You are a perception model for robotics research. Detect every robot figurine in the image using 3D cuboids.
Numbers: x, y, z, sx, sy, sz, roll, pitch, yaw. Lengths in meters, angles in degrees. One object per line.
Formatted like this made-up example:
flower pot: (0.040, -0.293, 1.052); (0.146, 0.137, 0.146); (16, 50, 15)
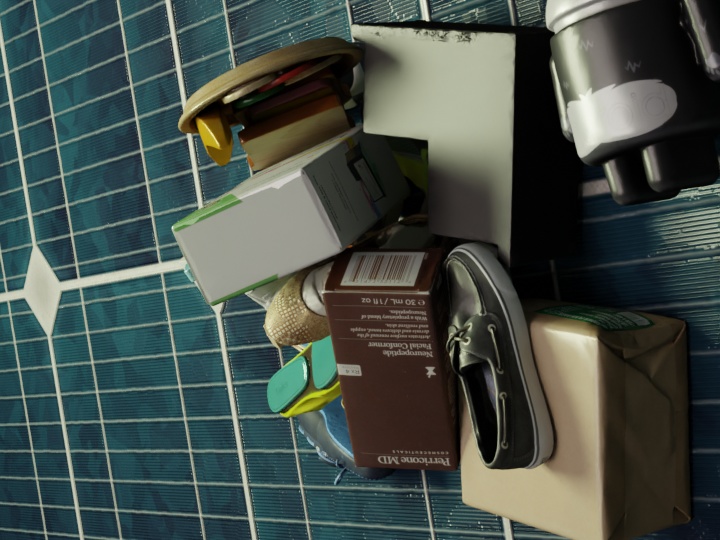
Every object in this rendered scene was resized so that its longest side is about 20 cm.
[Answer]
robot figurine: (0.218, -0.155, 1.430); (0.150, 0.125, 0.200); (-15, 84, 13)

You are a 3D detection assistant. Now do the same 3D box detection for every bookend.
bookend: (0.091, -0.118, 1.620); (0.199, 0.092, 0.200); (10, 104, 45)

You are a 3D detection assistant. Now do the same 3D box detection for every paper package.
paper package: (0.178, 0.124, 1.573); (0.200, 0.103, 0.191); (10, 107, 56)

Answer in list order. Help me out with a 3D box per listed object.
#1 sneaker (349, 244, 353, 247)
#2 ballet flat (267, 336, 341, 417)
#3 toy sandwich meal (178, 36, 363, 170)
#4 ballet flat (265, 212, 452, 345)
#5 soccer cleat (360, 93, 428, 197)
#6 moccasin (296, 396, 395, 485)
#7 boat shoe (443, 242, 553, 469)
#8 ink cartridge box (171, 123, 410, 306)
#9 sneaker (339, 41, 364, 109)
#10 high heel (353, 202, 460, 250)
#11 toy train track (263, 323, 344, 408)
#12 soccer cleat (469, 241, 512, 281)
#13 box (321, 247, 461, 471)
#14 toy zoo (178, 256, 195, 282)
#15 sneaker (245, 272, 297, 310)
sneaker: (-0.023, -0.010, 1.852); (0.200, 0.090, 0.070); (43, 131, 43)
ballet flat: (-0.027, 0.095, 1.760); (0.200, 0.067, 0.067); (139, 130, -59)
toy sandwich meal: (-0.075, -0.148, 1.692); (0.205, 0.205, 0.070); (-30, 81, 55)
ballet flat: (0.000, 0.000, 1.671); (0.071, 0.200, 0.065); (53, 160, 12)
soccer cleat: (0.069, -0.101, 1.736); (0.200, 0.065, 0.084); (51, 166, 31)
moccasin: (-0.011, 0.174, 1.909); (0.200, 0.080, 0.068); (-134, 40, -60)
boat shoe: (0.105, 0.071, 1.529); (0.069, 0.057, 0.200); (-39, 64, 52)
ink cartridge box: (-0.058, -0.055, 1.662); (0.145, 0.200, 0.084); (-23, 98, 25)
sneaker: (-0.080, -0.168, 1.862); (0.199, 0.129, 0.080); (-24, 77, 56)
high heel: (-0.013, -0.036, 1.787); (0.200, 0.143, 0.071); (45, 176, 36)
toy train track: (-0.026, 0.111, 1.856); (0.200, 0.033, 0.115); (31, 163, 29)
soccer cleat: (0.112, 0.074, 1.688); (0.078, 0.069, 0.200); (-173, 80, -67)
box: (0.034, 0.080, 1.620); (0.100, 0.075, 0.200); (0, 126, 16)
toy zoo: (-0.109, -0.053, 1.886); (0.020, 0.200, 0.131); (53, 149, -14)
sneaker: (-0.071, 0.022, 1.900); (0.099, 0.078, 0.200); (48, -178, 16)
